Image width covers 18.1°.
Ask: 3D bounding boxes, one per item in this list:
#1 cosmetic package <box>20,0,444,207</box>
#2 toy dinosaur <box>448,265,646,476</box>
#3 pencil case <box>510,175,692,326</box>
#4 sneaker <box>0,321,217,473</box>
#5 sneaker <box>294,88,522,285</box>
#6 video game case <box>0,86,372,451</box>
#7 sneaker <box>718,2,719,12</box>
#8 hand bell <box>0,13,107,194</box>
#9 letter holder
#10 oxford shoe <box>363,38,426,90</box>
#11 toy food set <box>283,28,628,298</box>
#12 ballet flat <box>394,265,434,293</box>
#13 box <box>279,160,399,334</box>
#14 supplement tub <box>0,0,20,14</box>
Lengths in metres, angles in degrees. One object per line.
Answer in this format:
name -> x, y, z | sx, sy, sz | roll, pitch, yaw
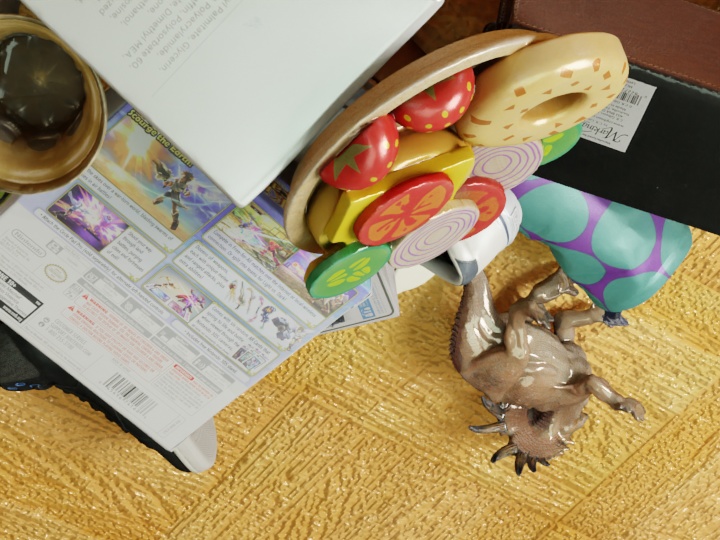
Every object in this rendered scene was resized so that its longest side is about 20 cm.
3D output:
cosmetic package -> -0.074, -0.175, 1.249 | 0.200, 0.165, 0.165 | 44, 104, -9
toy dinosaur -> 0.111, 0.071, 1.592 | 0.135, 0.086, 0.200 | -32, 120, 32
pencil case -> 0.126, -0.052, 1.477 | 0.200, 0.086, 0.092 | 39, 147, -30
sneaker -> -0.190, 0.074, 1.588 | 0.111, 0.073, 0.201 | -20, 121, 19
sneaker -> 0.002, -0.059, 1.405 | 0.199, 0.071, 0.073 | 28, 144, 18
video game case -> -0.124, -0.005, 1.380 | 0.181, 0.046, 0.200 | -37, 118, 24
sneaker -> 0.254, -0.177, 1.387 | 0.090, 0.067, 0.200 | -24, 131, 14
hand bell -> -0.171, -0.131, 1.322 | 0.103, 0.200, 0.105 | 4, 115, 9
letter holder -> 0.175, -0.120, 1.370 | 0.199, 0.143, 0.101 | 18, 131, -4
oxford shoe -> 0.000, -0.172, 1.377 | 0.071, 0.072, 0.200 | -31, 125, 16
toy food set -> 0.047, -0.062, 1.252 | 0.199, 0.049, 0.198 | -22, 159, -26
ballet flat -> 0.000, 0.000, 1.532 | 0.199, 0.063, 0.069 | -32, 126, 23
box -> -0.081, -0.008, 1.480 | 0.199, 0.117, 0.060 | -13, 141, 9
supplement tub -> -0.278, -0.135, 1.345 | 0.139, 0.141, 0.201 | 8, 130, -10
